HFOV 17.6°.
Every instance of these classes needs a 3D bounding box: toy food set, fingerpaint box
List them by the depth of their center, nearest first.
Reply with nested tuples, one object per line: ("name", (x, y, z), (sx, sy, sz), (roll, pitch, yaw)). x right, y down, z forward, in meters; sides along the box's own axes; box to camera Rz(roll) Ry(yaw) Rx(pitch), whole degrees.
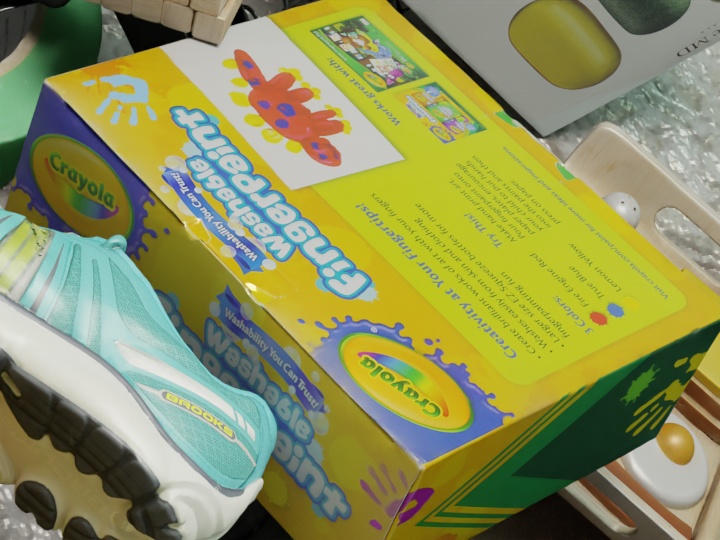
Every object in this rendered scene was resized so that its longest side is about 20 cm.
("fingerpaint box", (0.000, 0.000, 0.829), (0.167, 0.073, 0.200), (-22, 57, -42))
("toy food set", (0.125, 0.034, 0.981), (0.143, 0.060, 0.200), (40, 40, -6))

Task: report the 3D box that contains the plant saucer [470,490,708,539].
("plant saucer", (0.058, 0.085, 0.954), (0.200, 0.037, 0.201), (24, 45, -25))

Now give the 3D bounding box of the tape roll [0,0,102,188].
("tape roll", (-0.198, -0.116, 0.894), (0.200, 0.048, 0.201), (23, 45, -25))

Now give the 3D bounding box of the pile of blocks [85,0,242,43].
("pile of blocks", (-0.028, -0.157, 0.885), (0.082, 0.062, 0.200), (34, 43, 23))

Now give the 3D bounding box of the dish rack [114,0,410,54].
("dish rack", (-0.032, -0.122, 1.004), (0.200, 0.054, 0.154), (-41, 111, -52))

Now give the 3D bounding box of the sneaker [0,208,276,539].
("sneaker", (-0.113, 0.014, 0.747), (0.200, 0.078, 0.080), (42, 43, 7))

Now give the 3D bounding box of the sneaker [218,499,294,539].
("sneaker", (-0.024, 0.099, 0.832), (0.082, 0.073, 0.200), (7, 37, -49))

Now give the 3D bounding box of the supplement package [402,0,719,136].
("supplement package", (0.087, -0.188, 1.065), (0.200, 0.152, 0.151), (35, 30, -60))

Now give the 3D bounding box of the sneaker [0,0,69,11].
("sneaker", (-0.178, -0.148, 0.839), (0.200, 0.077, 0.111), (10, 41, -44))
